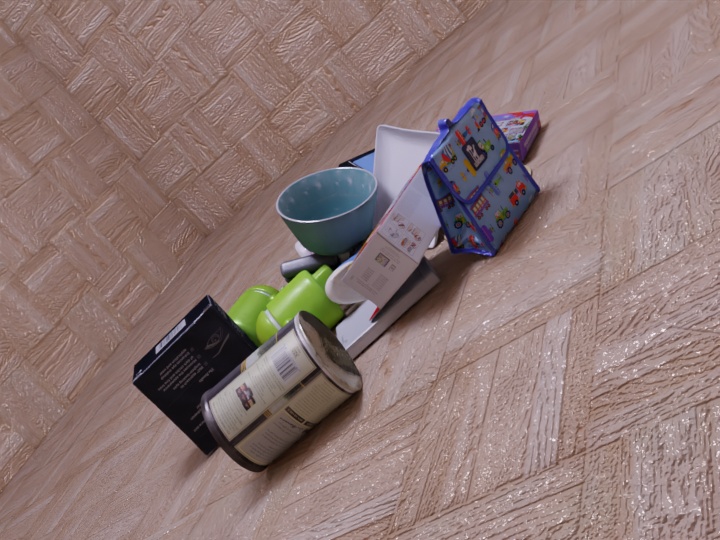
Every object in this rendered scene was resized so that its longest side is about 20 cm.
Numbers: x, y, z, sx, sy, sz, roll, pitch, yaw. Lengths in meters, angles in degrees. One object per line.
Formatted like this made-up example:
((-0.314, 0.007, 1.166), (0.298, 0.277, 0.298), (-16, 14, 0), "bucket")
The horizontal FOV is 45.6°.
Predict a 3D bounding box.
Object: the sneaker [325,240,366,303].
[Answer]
((0.001, 0.001, 1.548), (0.199, 0.078, 0.111), (-35, 13, -28), "sneaker")

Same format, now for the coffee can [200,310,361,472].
((-0.117, 0.180, 1.274), (0.199, 0.147, 0.147), (-40, 15, 10), "coffee can")

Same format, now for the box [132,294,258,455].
((-0.282, 0.190, 1.581), (0.196, 0.200, 0.117), (-43, 15, -4), "box")

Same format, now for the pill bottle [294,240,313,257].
((-0.034, -0.075, 1.824), (0.199, 0.113, 0.112), (-40, 14, 2), "pill bottle")

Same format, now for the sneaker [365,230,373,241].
((0.000, -0.049, 1.747), (0.201, 0.071, 0.099), (-54, 22, -22), "sneaker")

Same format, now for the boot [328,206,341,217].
((0.009, -0.134, 1.753), (0.197, 0.098, 0.075), (-17, -10, -12), "boot")

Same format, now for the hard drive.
((0.042, 0.058, 1.426), (0.200, 0.027, 0.132), (-43, 14, 7), "hard drive")

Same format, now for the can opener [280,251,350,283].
((-0.053, -0.003, 1.641), (0.197, 0.068, 0.053), (-15, -25, 4), "can opener")

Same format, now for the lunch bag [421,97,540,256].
((0.166, -0.148, 1.293), (0.093, 0.201, 0.151), (5, 48, 48), "lunch bag")

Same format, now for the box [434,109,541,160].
((0.222, -0.240, 1.584), (0.197, 0.040, 0.137), (-2, 33, 30), "box")

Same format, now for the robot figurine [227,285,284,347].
((-0.220, 0.112, 1.771), (0.175, 0.116, 0.201), (-36, 15, 43), "robot figurine")

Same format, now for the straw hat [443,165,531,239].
((0.194, -0.149, 1.478), (0.200, 0.085, 0.202), (-40, 15, 13), "straw hat")

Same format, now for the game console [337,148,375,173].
((0.076, -0.266, 1.951), (0.199, 0.175, 0.118), (-29, -38, -43), "game console")

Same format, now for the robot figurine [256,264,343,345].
((-0.111, 0.083, 1.588), (0.200, 0.116, 0.175), (-44, 10, -2), "robot figurine")

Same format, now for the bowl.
((-0.054, -0.102, 1.628), (0.197, 0.106, 0.202), (-10, 32, 6), "bowl")

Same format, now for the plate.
((0.091, -0.159, 1.577), (0.032, 0.204, 0.198), (-5, 15, -34), "plate")

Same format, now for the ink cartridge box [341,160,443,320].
((0.057, -0.045, 1.371), (0.176, 0.083, 0.201), (-53, 3, 47), "ink cartridge box")
